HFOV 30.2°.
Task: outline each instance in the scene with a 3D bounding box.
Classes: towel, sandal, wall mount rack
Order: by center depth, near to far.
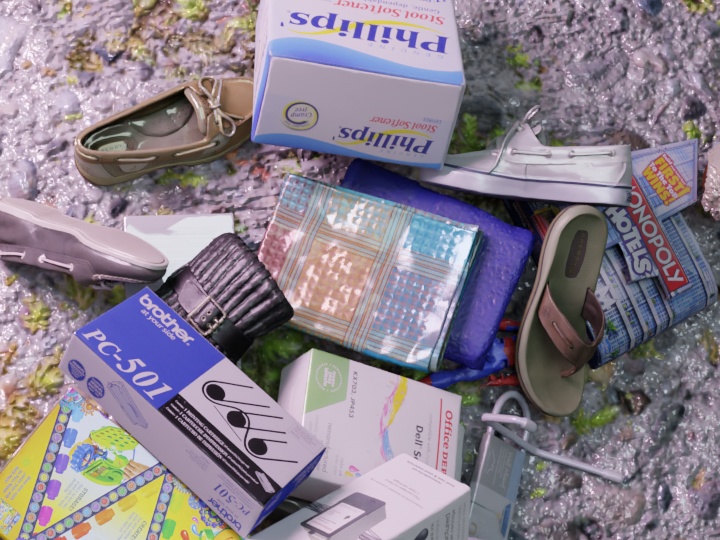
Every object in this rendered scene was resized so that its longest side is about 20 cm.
[{"bbox_3d":[0.000,0.000,1.231,0.197,0.022,0.149,17,73,11],"label":"towel"},{"bbox_3d":[0.193,0.042,1.233,0.079,0.057,0.204,-2,107,-28],"label":"sandal"},{"bbox_3d":[0.162,0.221,1.239,0.173,0.074,0.203,33,66,-42],"label":"wall mount rack"},{"bbox_3d":[0.052,-0.005,1.265,0.198,0.050,0.149,23,76,12],"label":"towel"}]

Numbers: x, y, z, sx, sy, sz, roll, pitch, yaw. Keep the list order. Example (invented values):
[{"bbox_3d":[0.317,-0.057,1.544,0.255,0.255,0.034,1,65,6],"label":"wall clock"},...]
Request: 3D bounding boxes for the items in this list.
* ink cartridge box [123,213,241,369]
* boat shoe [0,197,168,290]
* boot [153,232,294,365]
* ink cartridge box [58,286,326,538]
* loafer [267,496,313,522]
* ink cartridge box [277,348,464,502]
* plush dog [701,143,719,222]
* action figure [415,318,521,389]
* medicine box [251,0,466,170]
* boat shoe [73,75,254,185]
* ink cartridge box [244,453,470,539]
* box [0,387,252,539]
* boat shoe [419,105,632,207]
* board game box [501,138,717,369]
[{"bbox_3d":[-0.163,0.052,1.220,0.102,0.059,0.203,-2,77,-11],"label":"ink cartridge box"},{"bbox_3d":[-0.251,-0.013,1.184,0.198,0.067,0.058,20,105,29],"label":"boat shoe"},{"bbox_3d":[-0.115,0.083,1.141,0.157,0.080,0.213,-30,77,-16],"label":"boot"},{"bbox_3d":[-0.131,0.108,1.043,0.199,0.044,0.094,40,37,11],"label":"ink cartridge box"},{"bbox_3d":[-0.084,0.188,1.206,0.198,0.072,0.064,25,56,-11],"label":"loafer"},{"bbox_3d":[0.023,0.157,1.193,0.198,0.067,0.119,19,62,-24],"label":"ink cartridge box"},{"bbox_3d":[0.450,-0.102,1.333,0.159,0.172,0.202,10,63,37],"label":"plush dog"},{"bbox_3d":[0.122,0.082,1.278,0.197,0.052,0.066,-8,73,-15],"label":"action figure"},{"bbox_3d":[-0.005,-0.203,1.248,0.179,0.104,0.202,7,41,-10],"label":"medicine box"},{"bbox_3d":[-0.175,-0.139,1.263,0.198,0.063,0.074,-18,80,-15],"label":"boat shoe"},{"bbox_3d":[-0.007,0.257,1.062,0.199,0.083,0.148,-22,122,-42],"label":"ink cartridge box"},{"bbox_3d":[-0.202,0.218,1.099,0.192,0.200,0.122,39,72,0],"label":"box"},{"bbox_3d":[0.156,-0.110,1.248,0.199,0.075,0.088,6,90,12],"label":"boat shoe"},{"bbox_3d":[0.272,-0.038,1.328,0.198,0.062,0.202,-26,82,-15],"label":"board game box"}]
